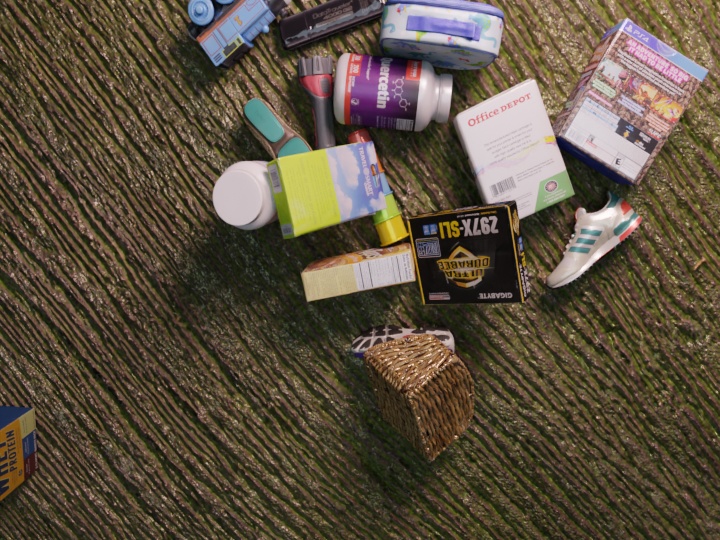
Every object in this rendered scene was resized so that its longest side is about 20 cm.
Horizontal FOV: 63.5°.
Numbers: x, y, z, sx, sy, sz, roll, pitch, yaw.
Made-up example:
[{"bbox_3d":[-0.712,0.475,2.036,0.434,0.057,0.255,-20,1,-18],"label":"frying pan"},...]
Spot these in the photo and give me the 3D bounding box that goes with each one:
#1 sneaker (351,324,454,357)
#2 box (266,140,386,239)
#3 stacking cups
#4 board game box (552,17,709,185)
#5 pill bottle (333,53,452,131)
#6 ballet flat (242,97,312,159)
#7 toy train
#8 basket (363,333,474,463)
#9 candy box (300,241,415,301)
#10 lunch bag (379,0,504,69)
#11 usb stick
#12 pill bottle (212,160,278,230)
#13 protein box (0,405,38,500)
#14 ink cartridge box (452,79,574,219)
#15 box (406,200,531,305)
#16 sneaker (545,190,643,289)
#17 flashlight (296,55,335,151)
[{"bbox_3d":[0.078,0.156,1.084,0.192,0.081,0.086,1,112,7],"label":"sneaker"},{"bbox_3d":[-0.052,-0.138,0.964,0.196,0.047,0.126,-19,100,-37],"label":"box"},{"bbox_3d":[0.027,-0.149,1.038,0.059,0.061,0.206,-20,98,8],"label":"stacking cups"},{"bbox_3d":[0.433,-0.272,0.964,0.156,0.097,0.204,30,101,-1],"label":"board game box"},{"bbox_3d":[0.055,-0.299,0.983,0.192,0.113,0.117,6,101,3],"label":"pill bottle"},{"bbox_3d":[-0.133,-0.218,1.031,0.070,0.065,0.202,-35,84,-1],"label":"ballet flat"},{"bbox_3d":[-0.205,-0.446,0.995,0.198,0.087,0.115,-37,102,12],"label":"toy train"},{"bbox_3d":[0.111,0.208,1.054,0.141,0.148,0.204,-35,129,-20],"label":"basket"},{"bbox_3d":[0.000,0.000,1.040,0.193,0.116,0.057,-12,101,7],"label":"candy box"},{"bbox_3d":[0.129,-0.383,0.938,0.192,0.161,0.086,9,102,4],"label":"lunch bag"},{"bbox_3d":[-0.051,-0.438,1.009,0.193,0.033,0.057,-17,90,8],"label":"usb stick"},{"bbox_3d":[-0.181,-0.129,0.989,0.104,0.200,0.113,1,101,5],"label":"pill bottle"},{"bbox_3d":[-0.777,0.365,1.126,0.191,0.200,0.140,3,101,4],"label":"protein box"},{"bbox_3d":[0.259,-0.198,0.999,0.141,0.084,0.206,-22,98,9],"label":"ink cartridge box"},{"bbox_3d":[0.185,-0.025,1.005,0.195,0.049,0.166,-3,103,39],"label":"box"},{"bbox_3d":[0.394,-0.054,1.031,0.199,0.070,0.094,-41,77,12],"label":"sneaker"},{"bbox_3d":[-0.073,-0.268,1.028,0.065,0.068,0.208,0,106,13],"label":"flashlight"}]
